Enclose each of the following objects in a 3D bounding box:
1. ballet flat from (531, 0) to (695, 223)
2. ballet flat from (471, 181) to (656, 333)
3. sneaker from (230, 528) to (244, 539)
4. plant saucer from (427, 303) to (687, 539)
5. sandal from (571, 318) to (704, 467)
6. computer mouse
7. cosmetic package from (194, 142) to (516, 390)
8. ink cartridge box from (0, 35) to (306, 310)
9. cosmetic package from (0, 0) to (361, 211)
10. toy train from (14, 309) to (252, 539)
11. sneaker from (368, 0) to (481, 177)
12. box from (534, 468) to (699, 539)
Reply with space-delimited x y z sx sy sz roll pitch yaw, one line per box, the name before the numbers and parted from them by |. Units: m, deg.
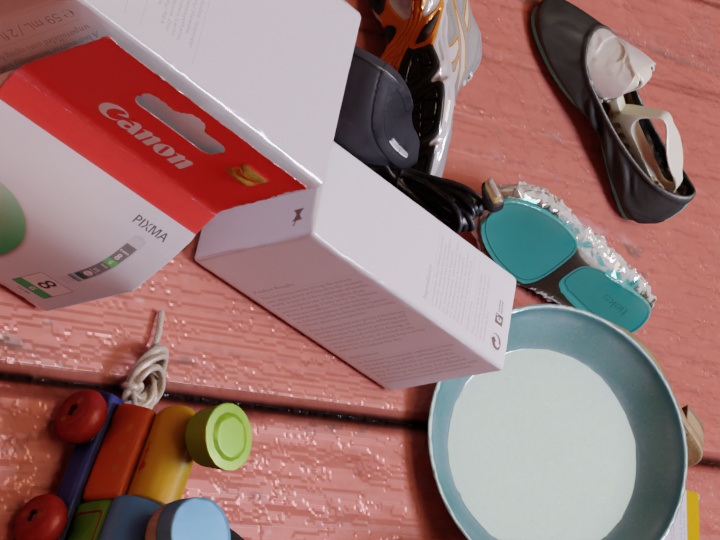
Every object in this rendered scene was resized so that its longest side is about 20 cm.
ballet flat | 0.203 -0.128 1.841 0.200 0.068 0.068 60 43 -20
ballet flat | 0.141 -0.016 1.755 0.200 0.072 0.072 38 54 -41
sneaker | -0.080 0.247 1.366 0.074 0.087 0.201 26 39 -54
plant saucer | 0.132 0.124 1.671 0.199 0.036 0.201 6 74 -20
sandal | 0.192 0.109 1.762 0.212 0.077 0.070 43 45 -42
computer mouse | 0.023 -0.072 1.513 0.046 0.140 0.200 -61 169 -14
cosmetic package | 0.000 0.000 1.541 0.200 0.101 0.072 35 54 -41
ink cartridge box | -0.155 -0.045 1.288 0.161 0.200 0.050 36 57 -39
cosmetic package | -0.144 -0.123 1.322 0.200 0.199 0.123 35 55 -39
toy train | -0.109 0.094 1.375 0.085 0.115 0.201 44 51 -35
sneaker | 0.053 -0.137 1.664 0.092 0.075 0.201 23 65 -50
box | 0.179 0.206 1.753 0.200 0.041 0.120 18 67 -44
